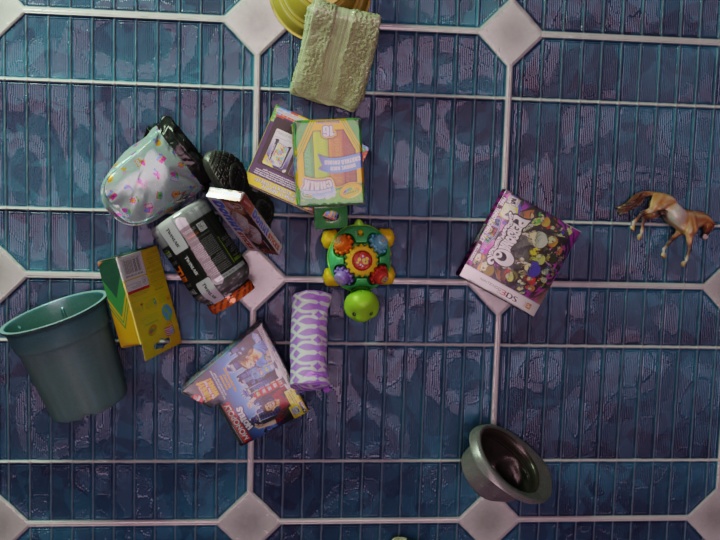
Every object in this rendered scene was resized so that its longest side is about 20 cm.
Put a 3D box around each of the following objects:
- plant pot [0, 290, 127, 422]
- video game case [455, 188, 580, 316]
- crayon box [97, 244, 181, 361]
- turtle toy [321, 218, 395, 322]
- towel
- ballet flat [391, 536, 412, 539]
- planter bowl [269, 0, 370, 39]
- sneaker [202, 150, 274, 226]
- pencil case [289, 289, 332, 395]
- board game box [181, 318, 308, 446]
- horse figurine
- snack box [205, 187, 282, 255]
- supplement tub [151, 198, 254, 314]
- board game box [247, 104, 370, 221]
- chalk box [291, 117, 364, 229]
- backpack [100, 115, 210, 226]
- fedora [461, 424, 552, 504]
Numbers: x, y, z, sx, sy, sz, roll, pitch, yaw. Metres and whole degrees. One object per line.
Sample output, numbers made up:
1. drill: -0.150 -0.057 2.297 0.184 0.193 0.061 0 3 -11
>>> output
1. plant pot: -0.538 0.164 1.656 0.200 0.200 0.196 -17 106 -4
2. video game case: 0.318 -0.035 1.788 0.181 0.036 0.200 29 92 -9
3. crayon box: -0.415 0.062 1.678 0.051 0.127 0.200 -11 97 25
4. turtle toy: 0.000 0.000 1.727 0.146 0.101 0.200 -2 96 -5
5. towel: -0.046 -0.403 1.675 0.148 0.036 0.200 11 124 -9
6. ballet flat: 0.150 0.607 1.841 0.200 0.057 0.066 29 120 -3
7. planter bowl: -0.073 -0.537 1.673 0.200 0.083 0.201 -1 96 -6
8. sneaker: -0.245 -0.145 1.660 0.200 0.091 0.076 56 44 -42
9. pencil case: -0.092 0.137 1.714 0.085 0.084 0.200 9 73 -30
10. board game box: -0.236 0.229 1.741 0.200 0.062 0.200 -26 98 -2
11. horse figurine: 0.623 -0.101 1.801 0.200 0.050 0.133 34 79 -2
12. snack box: -0.213 -0.090 1.650 0.072 0.200 0.024 11 66 22
13. supplement tub: -0.295 -0.025 1.685 0.123 0.123 0.200 -32 97 -2
14. board game box: -0.105 -0.205 1.719 0.200 0.057 0.165 24 95 -8
15. chalk box: -0.059 -0.176 1.636 0.125 0.124 0.200 -5 97 -5
16. backpack: -0.391 -0.174 1.656 0.200 0.127 0.167 -38 98 -3
17. fedora: 0.280 0.405 1.786 0.200 0.177 0.090 32 122 -16
